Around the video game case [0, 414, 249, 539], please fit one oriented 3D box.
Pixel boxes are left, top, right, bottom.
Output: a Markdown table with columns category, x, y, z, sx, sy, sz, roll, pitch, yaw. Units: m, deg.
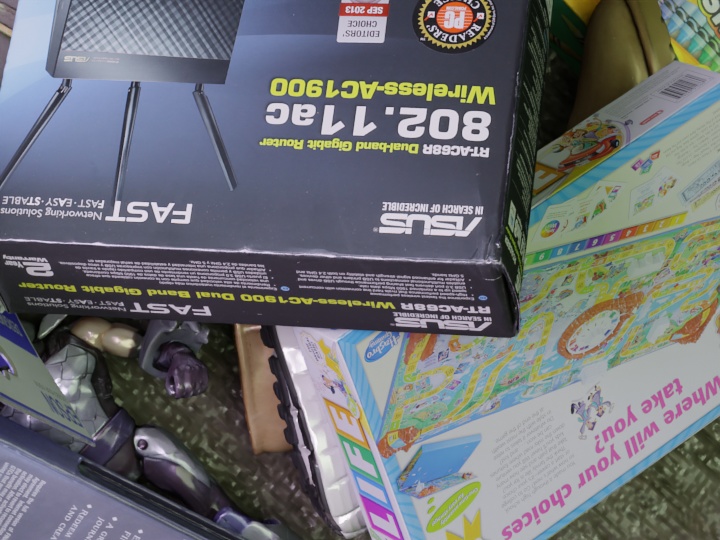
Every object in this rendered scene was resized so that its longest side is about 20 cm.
| category | x | y | z | sx | sy | sz | roll | pitch | yaw |
| --- | --- | --- | --- | --- | --- | --- | --- | --- | --- |
| video game case | -0.104 | 0.147 | 1.202 | 0.200 | 0.019 | 0.143 | 28 | 120 | -14 |

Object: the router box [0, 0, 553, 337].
| category | x | y | z | sx | sy | sz | roll | pitch | yaw |
| --- | --- | --- | --- | --- | --- | --- | --- | --- | --- |
| router box | -0.033 | -0.058 | 1.106 | 0.199 | 0.062 | 0.150 | 2 | 63 | 10 |

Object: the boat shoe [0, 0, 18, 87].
| category | x | y | z | sx | sy | sz | roll | pitch | yaw |
| --- | --- | --- | --- | --- | --- | --- | --- | --- | --- |
| boat shoe | -0.141 | -0.096 | 1.212 | 0.201 | 0.072 | 0.060 | 33 | 80 | -10 |

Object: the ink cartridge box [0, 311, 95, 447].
| category | x | y | z | sx | sy | sz | roll | pitch | yaw |
| --- | --- | --- | --- | --- | --- | --- | --- | --- | --- |
| ink cartridge box | -0.182 | -0.022 | 1.101 | 0.043 | 0.198 | 0.200 | -32 | 75 | 2 |

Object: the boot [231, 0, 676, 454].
| category | x | y | z | sx | sy | sz | roll | pitch | yaw |
| --- | --- | --- | --- | --- | --- | --- | --- | --- | --- |
| boot | 0.040 | -0.021 | 1.248 | 0.199 | 0.066 | 0.176 | -8 | 96 | -2 |

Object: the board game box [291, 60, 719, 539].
| category | x | y | z | sx | sy | sz | roll | pitch | yaw |
| --- | --- | --- | --- | --- | --- | --- | --- | --- | --- |
| board game box | 0.078 | 0.025 | 1.174 | 0.200 | 0.034 | 0.135 | -33 | 121 | -23 |

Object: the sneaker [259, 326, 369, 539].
| category | x | y | z | sx | sy | sz | roll | pitch | yaw |
| --- | --- | --- | --- | --- | --- | --- | --- | --- | --- |
| sneaker | 0.000 | 0.000 | 1.195 | 0.089 | 0.079 | 0.201 | -17 | 100 | -11 |

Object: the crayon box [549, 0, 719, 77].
| category | x | y | z | sx | sy | sz | roll | pitch | yaw |
| --- | --- | --- | --- | --- | --- | --- | --- | --- | --- |
| crayon box | 0.158 | -0.112 | 1.321 | 0.200 | 0.058 | 0.119 | 45 | 77 | -14 |

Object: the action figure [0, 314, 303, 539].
| category | x | y | z | sx | sy | sz | roll | pitch | yaw |
| --- | --- | --- | --- | --- | --- | --- | --- | --- | --- |
| action figure | -0.094 | 0.081 | 1.224 | 0.130 | 0.069 | 0.200 | -44 | 100 | 9 |
